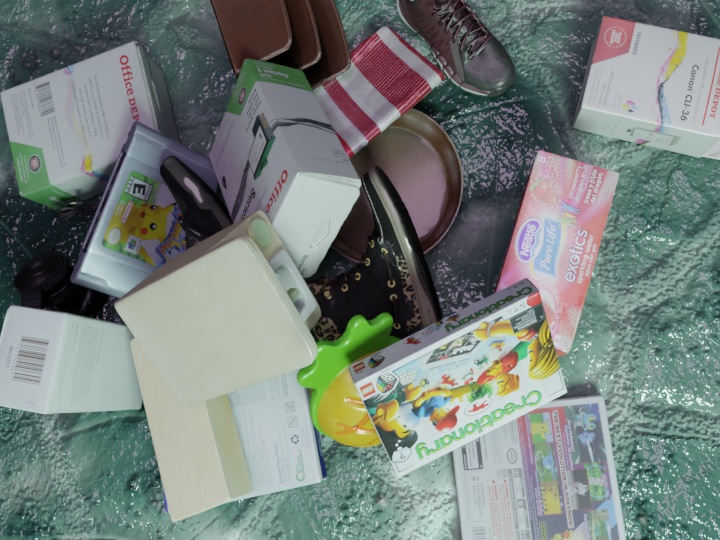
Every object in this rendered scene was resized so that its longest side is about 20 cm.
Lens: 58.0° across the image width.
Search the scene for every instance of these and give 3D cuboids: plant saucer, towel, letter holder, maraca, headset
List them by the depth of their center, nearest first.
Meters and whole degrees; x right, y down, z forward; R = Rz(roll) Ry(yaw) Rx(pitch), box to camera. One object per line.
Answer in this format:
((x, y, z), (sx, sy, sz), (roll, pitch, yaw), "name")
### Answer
((0.001, 0.118, 0.697), (0.136, 0.202, 0.107), (-35, 52, -11), "maraca")
((-0.357, 0.015, 0.803), (0.091, 0.124, 0.206), (-11, 71, 4), "headset")
((-0.008, -0.212, 0.808), (0.198, 0.023, 0.145), (-38, 51, 2), "towel")
((0.030, -0.104, 0.810), (0.194, 0.034, 0.207), (-2, 80, 9), "plant saucer")
((-0.106, -0.332, 0.820), (0.139, 0.101, 0.205), (-23, 71, 8), "letter holder")

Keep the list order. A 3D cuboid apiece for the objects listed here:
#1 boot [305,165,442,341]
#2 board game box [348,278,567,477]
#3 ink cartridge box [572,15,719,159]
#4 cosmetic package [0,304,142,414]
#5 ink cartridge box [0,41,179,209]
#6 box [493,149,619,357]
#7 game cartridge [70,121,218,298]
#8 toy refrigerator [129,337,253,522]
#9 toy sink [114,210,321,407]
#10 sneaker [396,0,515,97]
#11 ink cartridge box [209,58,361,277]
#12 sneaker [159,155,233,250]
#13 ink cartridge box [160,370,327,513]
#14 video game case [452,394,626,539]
((0.000, 0.000, 0.748), (0.147, 0.073, 0.204), (-19, 106, 14), "boot")
((0.099, 0.108, 0.644), (0.196, 0.035, 0.129), (-26, 116, -1), "board game box")
((0.363, -0.211, 0.762), (0.194, 0.068, 0.120), (15, 82, 11), "ink cartridge box")
((-0.316, 0.104, 0.738), (0.072, 0.200, 0.105), (8, 80, 9), "cosmetic package")
((-0.348, -0.187, 0.853), (0.195, 0.088, 0.149), (-19, 79, 6), "ink cartridge box")
((0.210, -0.014, 0.732), (0.092, 0.103, 0.206), (17, 84, 11), "box")
((-0.255, -0.060, 0.798), (0.040, 0.131, 0.205), (23, 91, 49), "game cartridge")
((-0.191, 0.165, 0.737), (0.074, 0.070, 0.205), (-22, 75, 10), "toy refrigerator")
((-0.122, 0.031, 0.648), (0.197, 0.112, 0.132), (-23, 106, 34), "toy sink")
((0.111, -0.304, 0.791), (0.076, 0.116, 0.200), (-44, 77, -2), "sneaker")
((-0.093, -0.115, 0.738), (0.148, 0.082, 0.203), (-58, 44, 35), "ink cartridge box")
((-0.196, -0.031, 0.778), (0.113, 0.076, 0.202), (-34, 110, -2), "sneaker")
((-0.151, 0.170, 0.784), (0.194, 0.041, 0.206), (-13, 78, 7), "ink cartridge box")
((0.197, 0.252, 0.728), (0.176, 0.023, 0.207), (-7, 78, 7), "video game case")
